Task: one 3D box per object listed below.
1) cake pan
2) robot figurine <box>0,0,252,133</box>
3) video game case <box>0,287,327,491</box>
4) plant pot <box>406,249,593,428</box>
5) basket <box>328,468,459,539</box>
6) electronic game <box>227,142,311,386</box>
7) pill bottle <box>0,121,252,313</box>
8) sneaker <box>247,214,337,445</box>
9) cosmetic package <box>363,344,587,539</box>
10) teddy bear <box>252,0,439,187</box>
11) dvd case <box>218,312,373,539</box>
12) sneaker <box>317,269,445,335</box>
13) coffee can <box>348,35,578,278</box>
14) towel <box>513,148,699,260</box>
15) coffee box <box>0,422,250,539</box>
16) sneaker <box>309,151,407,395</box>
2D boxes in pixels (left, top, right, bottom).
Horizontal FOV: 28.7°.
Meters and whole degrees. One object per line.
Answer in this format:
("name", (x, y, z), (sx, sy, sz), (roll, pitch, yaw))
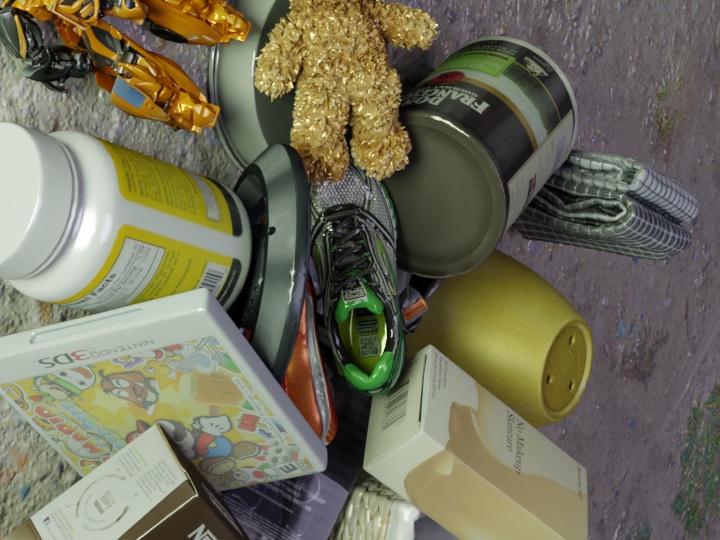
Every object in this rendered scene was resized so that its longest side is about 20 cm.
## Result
("cake pan", (-0.042, -0.165, 1.147), (0.199, 0.036, 0.202), (-21, 116, -48))
("robot figurine", (-0.163, -0.179, 0.966), (0.200, 0.058, 0.146), (30, 76, -53))
("video game case", (-0.143, 0.098, 0.991), (0.201, 0.180, 0.023), (58, 26, -44))
("plant pot", (0.144, 0.080, 1.382), (0.199, 0.141, 0.202), (-20, 116, -48))
("basket", (0.028, 0.273, 1.276), (0.197, 0.160, 0.202), (-1, 101, -52))
("electronic game", (-0.074, 0.005, 1.049), (0.041, 0.200, 0.202), (7, 96, -19))
("pill bottle", (-0.175, -0.029, 0.952), (0.199, 0.114, 0.115), (19, 86, -53))
("sneaker", (-0.068, 0.046, 1.131), (0.073, 0.076, 0.202), (77, 4, -77))
("cosmetic package", (0.100, 0.165, 1.174), (0.200, 0.071, 0.106), (38, 36, -24))
("teddy bear", (-0.013, -0.163, 1.069), (0.144, 0.067, 0.202), (9, 98, -10))
("dvd case", (-0.063, 0.133, 1.167), (0.148, 0.016, 0.201), (32, 73, -15))
("sneaker", (0.008, 0.044, 1.246), (0.201, 0.079, 0.074), (-53, 139, -26))
("coffee can", (0.091, -0.102, 1.218), (0.200, 0.145, 0.148), (-46, 136, -53))
("towel", (0.212, -0.068, 1.378), (0.165, 0.199, 0.086), (13, 90, -55))
("coffee box", (-0.183, 0.218, 0.984), (0.199, 0.080, 0.115), (-37, 135, -5))
("sneaker", (0.000, 0.000, 1.116), (0.085, 0.077, 0.202), (89, -13, -89))
